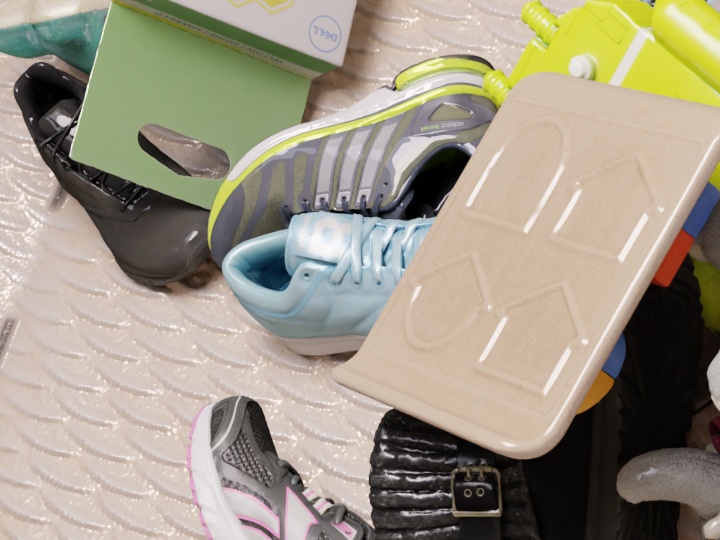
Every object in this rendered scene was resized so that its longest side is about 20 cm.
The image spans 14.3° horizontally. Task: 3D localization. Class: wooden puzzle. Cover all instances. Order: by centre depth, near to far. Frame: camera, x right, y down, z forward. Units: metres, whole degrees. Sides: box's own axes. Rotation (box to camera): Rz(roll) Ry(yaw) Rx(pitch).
[{"bbox_3d":[0.093,-0.002,1.408,0.201,0.046,0.185,-56,30,-9],"label":"wooden puzzle"}]

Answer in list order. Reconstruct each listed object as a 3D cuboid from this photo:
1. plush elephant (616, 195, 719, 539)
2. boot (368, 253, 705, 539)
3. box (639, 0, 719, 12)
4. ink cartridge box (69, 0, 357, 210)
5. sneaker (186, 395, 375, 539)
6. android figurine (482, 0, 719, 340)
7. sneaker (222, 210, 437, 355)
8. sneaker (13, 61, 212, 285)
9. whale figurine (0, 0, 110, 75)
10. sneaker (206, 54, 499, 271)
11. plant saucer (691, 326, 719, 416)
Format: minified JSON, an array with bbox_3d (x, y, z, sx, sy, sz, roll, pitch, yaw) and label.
[{"bbox_3d":[0.201,0.089,1.387,0.155,0.199,0.165,-49,27,26],"label":"plush elephant"},{"bbox_3d":[0.085,0.074,1.471,0.157,0.079,0.213,9,93,37],"label":"boot"},{"bbox_3d":[0.208,-0.123,1.570,0.136,0.040,0.200,10,53,38],"label":"box"},{"bbox_3d":[-0.081,-0.142,1.713,0.048,0.145,0.201,-19,55,60],"label":"ink cartridge box"},{"bbox_3d":[-0.027,0.152,1.551,0.086,0.080,0.201,-26,60,9],"label":"sneaker"},{"bbox_3d":[0.144,-0.060,1.494,0.200,0.041,0.183,45,122,24],"label":"android figurine"},{"bbox_3d":[0.000,0.000,1.599,0.199,0.082,0.074,-17,51,42],"label":"sneaker"},{"bbox_3d":[-0.156,-0.061,1.770,0.076,0.091,0.200,-47,47,-6],"label":"sneaker"},{"bbox_3d":[-0.148,-0.152,1.819,0.199,0.159,0.105,-10,97,37],"label":"whale figurine"},{"bbox_3d":[-0.001,-0.048,1.670,0.199,0.074,0.081,-31,50,15],"label":"sneaker"},{"bbox_3d":[0.147,0.012,1.552,0.199,0.032,0.201,-19,50,24],"label":"plant saucer"}]
